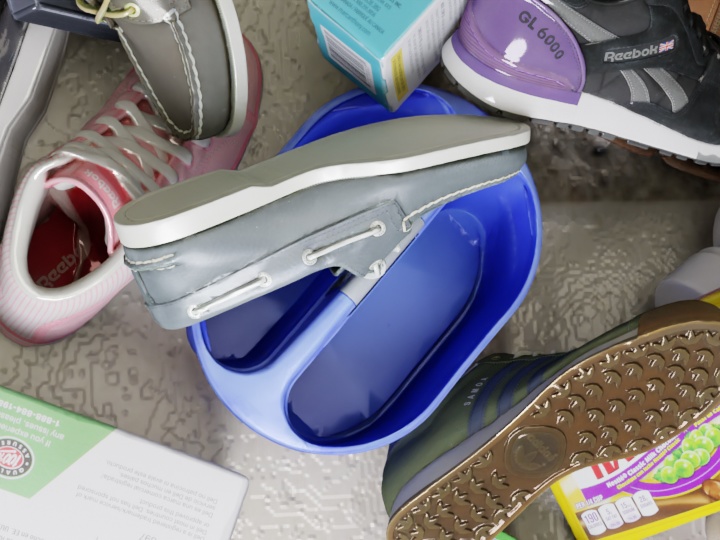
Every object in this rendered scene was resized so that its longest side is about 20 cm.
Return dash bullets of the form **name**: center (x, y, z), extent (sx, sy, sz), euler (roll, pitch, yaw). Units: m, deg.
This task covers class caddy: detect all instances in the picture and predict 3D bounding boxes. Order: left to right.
- **caddy**: center (0.000, 0.000, 0.874), extent (0.141, 0.105, 0.200), euler (42, 75, -5)

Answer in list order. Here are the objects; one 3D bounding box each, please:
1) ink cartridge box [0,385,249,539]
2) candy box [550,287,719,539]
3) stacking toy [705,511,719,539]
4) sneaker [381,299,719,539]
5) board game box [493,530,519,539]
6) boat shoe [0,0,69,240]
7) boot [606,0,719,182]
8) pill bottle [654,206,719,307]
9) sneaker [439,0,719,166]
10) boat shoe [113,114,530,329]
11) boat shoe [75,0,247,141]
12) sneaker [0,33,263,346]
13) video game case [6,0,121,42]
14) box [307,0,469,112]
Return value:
- **ink cartridge box**: center (-0.156, 0.171, 0.823), extent (0.145, 0.087, 0.201), euler (21, 76, -9)
- **candy box**: center (0.171, 0.068, 0.872), extent (0.026, 0.200, 0.103), euler (-20, 83, -52)
- **stacking toy**: center (0.279, 0.187, 0.922), extent (0.146, 0.146, 0.201), euler (-28, 108, -16)
- **sneaker**: center (0.091, 0.062, 0.867), extent (0.200, 0.090, 0.067), euler (-35, 118, 12)
- **board game box**: center (0.073, 0.250, 0.888), extent (0.153, 0.040, 0.201), euler (29, 76, -7)
- **boat shoe**: center (-0.201, -0.050, 0.853), extent (0.060, 0.074, 0.201), euler (18, 85, 1)
- **boot**: center (0.228, -0.122, 0.958), extent (0.199, 0.077, 0.156), euler (16, 74, -6)
- **pill bottle**: center (0.260, -0.015, 0.931), extent (0.200, 0.120, 0.120), euler (-37, 91, -15)
- **sneaker**: center (0.143, -0.111, 0.843), extent (0.199, 0.088, 0.076), euler (6, 37, -30)
- **boat shoe**: center (-0.013, -0.025, 0.811), extent (0.199, 0.073, 0.062), euler (-16, 109, -12)
- **boat shoe**: center (-0.111, -0.150, 0.809), extent (0.060, 0.072, 0.203), euler (-30, 109, -36)
- **sneaker**: center (-0.110, -0.051, 0.859), extent (0.075, 0.105, 0.201), euler (38, 74, -3)
- **video game case**: center (-0.164, -0.212, 0.857), extent (0.019, 0.143, 0.201), euler (-20, 86, 17)
- **box**: center (0.060, -0.174, 0.834), extent (0.049, 0.082, 0.200), euler (40, 83, 11)
